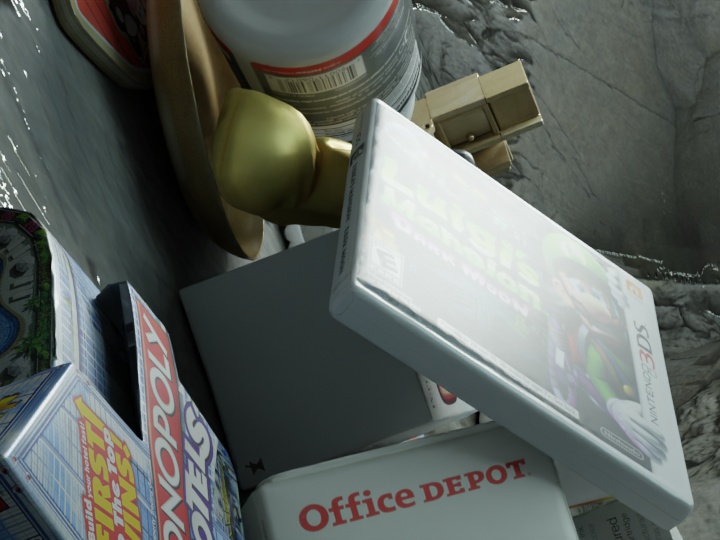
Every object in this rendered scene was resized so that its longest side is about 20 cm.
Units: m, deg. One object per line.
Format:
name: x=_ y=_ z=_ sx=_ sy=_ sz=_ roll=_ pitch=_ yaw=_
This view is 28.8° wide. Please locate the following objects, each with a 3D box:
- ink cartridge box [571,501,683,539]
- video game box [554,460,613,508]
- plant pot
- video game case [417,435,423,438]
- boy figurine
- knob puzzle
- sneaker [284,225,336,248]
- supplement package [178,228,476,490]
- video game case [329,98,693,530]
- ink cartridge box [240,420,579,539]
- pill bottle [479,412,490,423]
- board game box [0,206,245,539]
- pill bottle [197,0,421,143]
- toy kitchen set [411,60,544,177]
ink cartridge box: x=0.121 y=0.252 z=0.859 sx=0.146 sy=0.198 sz=0.148 roll=52 pitch=20 yaw=-56
video game box: x=0.066 y=0.123 z=0.815 sx=0.182 sy=0.198 sz=0.047 roll=5 pitch=70 yaw=-79
plant pot: x=-0.090 y=-0.104 z=0.813 sx=0.200 sy=0.027 sz=0.203 roll=-9 pitch=90 yaw=-84
video game case: x=0.025 y=0.120 z=1.128 sx=0.201 sy=0.018 sz=0.144 roll=-94 pitch=163 yaw=-57
boy figurine: x=-0.019 y=-0.054 z=0.790 sx=0.199 sy=0.123 sz=0.065 roll=11 pitch=86 yaw=-51
knob puzzle: x=-0.143 y=-0.187 z=0.764 sx=0.220 sy=0.030 sz=0.222 roll=-20 pitch=91 yaw=-81
sneaker: x=0.000 y=0.000 z=1.034 sx=0.075 sy=0.081 sz=0.202 roll=23 pitch=48 yaw=-77
supplement package: x=-0.009 y=0.049 z=0.800 sx=0.200 sy=0.108 sz=0.115 roll=15 pitch=56 yaw=-78
video game case: x=0.076 y=0.014 z=0.693 sx=0.199 sy=0.023 sz=0.183 roll=33 pitch=29 yaw=-16
ink cartridge box: x=0.037 y=0.184 z=0.634 sx=0.083 sy=0.145 sz=0.202 roll=122 pitch=-46 yaw=-64
pill bottle: x=0.208 y=0.165 z=1.793 sx=0.200 sy=0.110 sz=0.113 roll=-61 pitch=130 yaw=-77
board game box: x=-0.087 y=0.077 z=0.452 sx=0.201 sy=0.061 sz=0.202 roll=61 pitch=13 yaw=-47
pill bottle: x=-0.023 y=-0.140 z=0.833 sx=0.200 sy=0.114 sz=0.117 roll=64 pitch=8 yaw=-73
toy kitchen set: x=0.141 y=-0.109 z=1.698 sx=0.164 sy=0.198 sz=0.182 roll=57 pitch=16 yaw=-50
